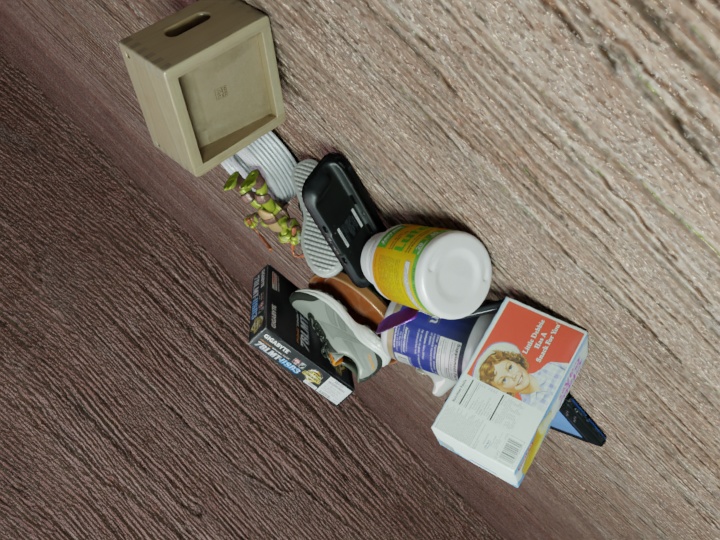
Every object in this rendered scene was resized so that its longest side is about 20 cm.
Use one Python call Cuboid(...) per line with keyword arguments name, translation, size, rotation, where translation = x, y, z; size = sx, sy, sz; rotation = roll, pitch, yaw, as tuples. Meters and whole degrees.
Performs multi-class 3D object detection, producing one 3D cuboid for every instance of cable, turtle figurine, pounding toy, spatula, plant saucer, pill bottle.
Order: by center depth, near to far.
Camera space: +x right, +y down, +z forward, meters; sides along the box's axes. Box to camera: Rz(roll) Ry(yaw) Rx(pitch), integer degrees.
Cuboid(name="pounding toy", translation=(-0.191, -0.250, 0.961), size=(0.142, 0.200, 0.185), rotation=(35, 150, 30))
Cuboid(name="pill bottle", translation=(0.079, -0.005, 1.000), size=(0.111, 0.111, 0.200), rotation=(49, 165, -23))
Cuboid(name="spatula", translation=(0.118, 0.058, 1.004), size=(0.057, 0.198, 0.021), rotation=(-64, -35, -68))
Cuboid(name="pill bottle", translation=(0.140, 0.101, 1.069), size=(0.198, 0.116, 0.116), rotation=(17, 155, 27))
Cuboid(name="plant saucer", translation=(-0.003, 0.074, 1.221), size=(0.199, 0.032, 0.201), rotation=(34, 153, 20))
Cuboid(name="turtle figurine", translation=(-0.146, -0.096, 1.226), size=(0.199, 0.065, 0.162), rotation=(21, 154, 50))
Cuboid(name="cable", translation=(-0.187, -0.199, 1.281), size=(0.200, 0.069, 0.200), rotation=(42, 166, 9))

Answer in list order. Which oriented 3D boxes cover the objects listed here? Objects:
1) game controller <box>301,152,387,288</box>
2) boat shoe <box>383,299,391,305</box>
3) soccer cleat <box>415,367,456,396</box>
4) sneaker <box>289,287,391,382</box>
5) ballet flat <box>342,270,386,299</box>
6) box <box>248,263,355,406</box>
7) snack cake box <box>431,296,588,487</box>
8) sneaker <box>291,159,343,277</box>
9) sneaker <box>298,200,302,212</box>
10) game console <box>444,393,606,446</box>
Cuboid(name="game controller", translation=(-0.016, -0.071, 1.076), size=(0.042, 0.105, 0.201), rotation=(7, 139, 46))
Cuboid(name="boat shoe", translation=(0.078, 0.070, 1.204), size=(0.199, 0.056, 0.069), rotation=(33, 120, 21))
Cuboid(name="soccer cleat", translation=(0.115, 0.134, 1.279), size=(0.069, 0.078, 0.200), rotation=(25, -161, -30))
Cuboid(name="sneaker", translation=(-0.044, 0.102, 1.198), size=(0.200, 0.079, 0.074), rotation=(38, 156, 17))
Cuboid(name="ballet flat", translation=(0.000, 0.000, 1.220), size=(0.199, 0.062, 0.068), rotation=(21, 136, 38))
Cuboid(name="box", translation=(-0.101, 0.107, 1.254), size=(0.198, 0.050, 0.201), rotation=(42, -162, -25))
Cuboid(name="snack cake box", translation=(0.189, 0.147, 0.914), size=(0.114, 0.201, 0.067), rotation=(24, 159, 29))
Cuboid(name="sneaker", translation=(-0.054, -0.074, 1.151), size=(0.079, 0.078, 0.202), rotation=(54, -158, -63))
Cuboid(name="sneaker", translation=(-0.038, -0.075, 1.255), size=(0.199, 0.060, 0.104), rotation=(34, 169, 35))
Cuboid(name="game console", translation=(0.264, 0.244, 1.196), size=(0.171, 0.118, 0.200), rotation=(47, 167, -14))
